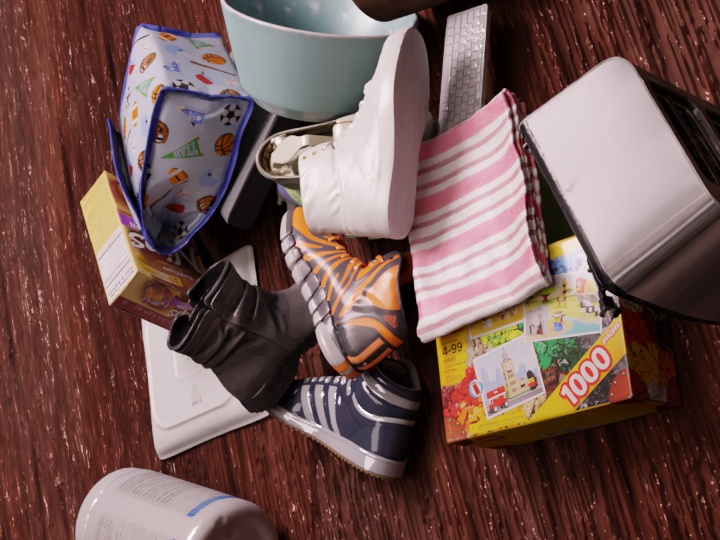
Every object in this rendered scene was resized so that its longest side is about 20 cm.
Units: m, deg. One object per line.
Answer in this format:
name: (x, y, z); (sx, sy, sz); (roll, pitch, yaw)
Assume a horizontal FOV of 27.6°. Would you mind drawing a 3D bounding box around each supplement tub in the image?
supplement tub: (-0.193, 0.288, 1.543); (0.200, 0.132, 0.132); (8, 87, 47)

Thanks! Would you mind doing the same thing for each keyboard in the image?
keyboard: (0.094, -0.149, 1.371); (0.056, 0.011, 0.200); (-6, 74, 45)

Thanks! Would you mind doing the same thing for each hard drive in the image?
hard drive: (-0.132, -0.147, 1.608); (0.140, 0.033, 0.200); (-63, 28, 15)

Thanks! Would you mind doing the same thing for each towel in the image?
towel: (0.095, -0.048, 1.297); (0.146, 0.030, 0.200); (-30, 52, 38)

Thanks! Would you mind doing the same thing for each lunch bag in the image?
lunch bag: (-0.206, -0.140, 1.581); (0.170, 0.124, 0.200); (-113, 35, -53)

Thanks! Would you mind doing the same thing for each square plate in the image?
square plate: (-0.183, 0.093, 1.649); (0.200, 0.028, 0.198); (-26, 63, 40)

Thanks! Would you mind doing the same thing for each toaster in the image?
toaster: (0.241, -0.055, 1.142); (0.119, 0.181, 0.200); (-42, 53, 29)

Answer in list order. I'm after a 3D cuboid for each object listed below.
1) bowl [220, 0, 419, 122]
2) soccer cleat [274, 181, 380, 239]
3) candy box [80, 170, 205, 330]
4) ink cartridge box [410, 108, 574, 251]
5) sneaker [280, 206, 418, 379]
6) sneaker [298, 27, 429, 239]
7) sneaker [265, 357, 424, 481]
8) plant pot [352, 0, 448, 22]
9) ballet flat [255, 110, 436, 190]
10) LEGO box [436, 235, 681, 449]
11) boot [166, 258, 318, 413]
bowl: (-0.046, -0.217, 1.483); (0.201, 0.201, 0.105); (32, 123, 44)
soccer cleat: (-0.021, -0.085, 1.493); (0.200, 0.065, 0.084); (26, 111, 47)
candy box: (-0.236, -0.017, 1.632); (0.056, 0.117, 0.200); (-48, 39, 19)
ink cartridge box: (0.134, -0.079, 1.354); (0.200, 0.048, 0.146); (-9, 75, 47)
sneaker: (0.000, 0.000, 1.399); (0.112, 0.078, 0.200); (-35, 57, 17)
sneaker: (-0.004, -0.128, 1.354); (0.116, 0.074, 0.200); (1, 75, 32)
sneaker: (-0.017, 0.118, 1.444); (0.200, 0.070, 0.109); (27, 103, 41)
plant pot: (0.096, -0.342, 1.374); (0.200, 0.187, 0.187); (-4, 78, 30)
ballet flat: (-0.020, -0.120, 1.431); (0.200, 0.064, 0.067); (-13, 69, 37)
LEGO box: (0.165, 0.062, 1.267); (0.200, 0.077, 0.149); (-21, 67, 41)
boot: (-0.095, 0.030, 1.454); (0.070, 0.132, 0.200); (-8, 44, 51)
